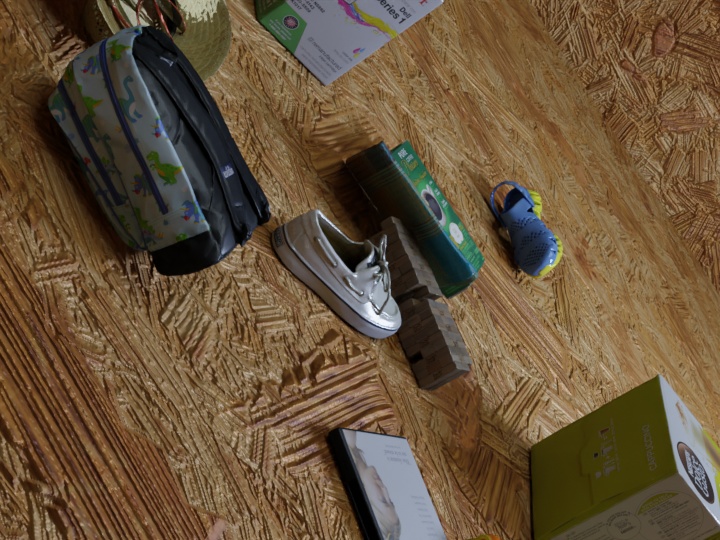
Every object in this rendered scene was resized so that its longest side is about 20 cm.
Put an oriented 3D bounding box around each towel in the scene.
[{"bbox_3d":[0.061,-0.065,1.712,0.201,0.022,0.147,55,-16,-7],"label":"towel"}]

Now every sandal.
[{"bbox_3d":[0.249,-0.068,2.172,0.087,0.079,0.201,36,22,-37],"label":"sandal"}]

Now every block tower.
[{"bbox_3d":[0.064,0.039,1.641,0.054,0.058,0.201,16,48,-59],"label":"block tower"}]

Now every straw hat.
[{"bbox_3d":[-0.222,-0.252,1.361,0.201,0.085,0.202,32,45,-39],"label":"straw hat"}]

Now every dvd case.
[{"bbox_3d":[0.042,0.249,1.361,0.142,0.017,0.201,20,43,-59],"label":"dvd case"}]

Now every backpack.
[{"bbox_3d":[-0.177,-0.110,1.219,0.163,0.153,0.201,-58,136,-64],"label":"backpack"}]

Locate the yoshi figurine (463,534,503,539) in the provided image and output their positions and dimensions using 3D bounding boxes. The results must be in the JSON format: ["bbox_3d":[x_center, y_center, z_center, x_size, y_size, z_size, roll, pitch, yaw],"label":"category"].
[{"bbox_3d":[0.180,0.347,1.471,0.199,0.113,0.112,25,-4,-33],"label":"yoshi figurine"}]

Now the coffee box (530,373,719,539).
[{"bbox_3d":[0.342,0.290,1.714,0.198,0.199,0.200,49,23,-21],"label":"coffee box"}]

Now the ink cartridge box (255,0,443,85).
[{"bbox_3d":[-0.015,-0.355,1.794,0.145,0.199,0.084,40,27,-37],"label":"ink cartridge box"}]

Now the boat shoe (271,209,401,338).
[{"bbox_3d":[-0.001,-0.004,1.510,0.202,0.086,0.075,42,26,-35],"label":"boat shoe"}]

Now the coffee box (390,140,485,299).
[{"bbox_3d":[0.087,-0.070,1.850,0.201,0.044,0.123,56,21,-7],"label":"coffee box"}]
